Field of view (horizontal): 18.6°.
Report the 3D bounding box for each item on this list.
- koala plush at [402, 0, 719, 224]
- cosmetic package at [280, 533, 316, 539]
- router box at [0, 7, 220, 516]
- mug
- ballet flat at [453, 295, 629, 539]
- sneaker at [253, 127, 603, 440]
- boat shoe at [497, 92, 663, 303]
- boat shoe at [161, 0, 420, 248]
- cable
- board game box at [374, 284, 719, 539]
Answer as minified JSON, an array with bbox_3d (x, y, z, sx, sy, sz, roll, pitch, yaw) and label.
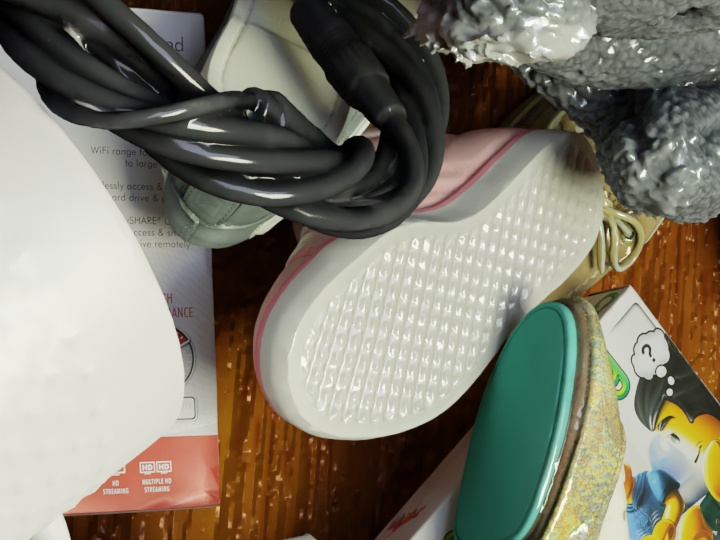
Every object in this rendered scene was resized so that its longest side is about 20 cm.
[{"bbox_3d":[0.084,-0.123,0.731,0.183,0.200,0.178,35,101,7],"label":"koala plush"},{"bbox_3d":[-0.064,0.155,0.664,0.200,0.085,0.108,-2,119,-56],"label":"cosmetic package"},{"bbox_3d":[-0.149,-0.003,0.756,0.199,0.049,0.181,0,85,-32],"label":"router box"},{"bbox_3d":[-0.154,0.058,0.640,0.175,0.147,0.201,-37,121,-27],"label":"mug"},{"bbox_3d":[0.062,0.111,0.777,0.070,0.071,0.201,25,74,-28],"label":"ballet flat"},{"bbox_3d":[0.000,0.000,0.811,0.200,0.104,0.076,-36,123,-48],"label":"sneaker"},{"bbox_3d":[0.112,-0.055,0.917,0.201,0.063,0.073,-47,109,-27],"label":"boat shoe"},{"bbox_3d":[-0.026,-0.074,0.810,0.073,0.062,0.200,31,32,-3],"label":"boat shoe"},{"bbox_3d":[-0.044,-0.070,0.683,0.163,0.051,0.200,43,25,-9],"label":"cable"},{"bbox_3d":[0.077,0.118,0.843,0.126,0.035,0.200,51,60,-13],"label":"board game box"}]
